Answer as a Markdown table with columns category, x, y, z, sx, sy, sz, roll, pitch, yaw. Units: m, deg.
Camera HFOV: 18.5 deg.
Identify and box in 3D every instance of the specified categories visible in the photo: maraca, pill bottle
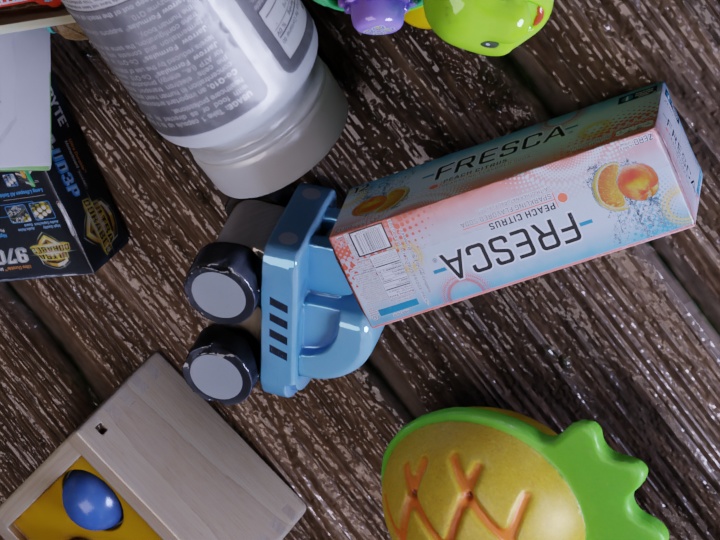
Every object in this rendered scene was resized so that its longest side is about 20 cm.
| category | x | y | z | sx | sy | sz | roll | pitch | yaw |
| --- | --- | --- | --- | --- | --- | --- | --- | --- | --- |
| maraca | 0.097 | 0.145 | 1.371 | 0.199 | 0.107 | 0.138 | -5 | 117 | 38 |
| pill bottle | -0.094 | -0.144 | 1.265 | 0.113 | 0.114 | 0.200 | -4 | 134 | 37 |

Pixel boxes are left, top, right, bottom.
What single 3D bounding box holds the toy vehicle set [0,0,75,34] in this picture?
| category | x | y | z | sx | sy | sz | roll | pitch | yaw |
| --- | --- | --- | --- | --- | --- | --- | --- | --- | --- |
| toy vehicle set | -0.196 | -0.202 | 1.288 | 0.198 | 0.027 | 0.125 | -10 | 124 | -7 |

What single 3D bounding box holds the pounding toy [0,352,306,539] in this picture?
| category | x | y | z | sx | sy | sz | roll | pitch | yaw |
| --- | --- | --- | --- | --- | --- | --- | --- | --- | --- |
| pounding toy | -0.164 | 0.204 | 1.578 | 0.184 | 0.142 | 0.200 | 46 | 136 | -2 |

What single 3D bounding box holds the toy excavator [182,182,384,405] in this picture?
| category | x | y | z | sx | sy | sz | roll | pitch | yaw |
| --- | --- | --- | --- | --- | --- | --- | --- | --- | --- |
| toy excavator | 0.000 | 0.000 | 1.357 | 0.198 | 0.100 | 0.196 | 12 | 129 | 11 |

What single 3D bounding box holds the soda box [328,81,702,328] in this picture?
| category | x | y | z | sx | sy | sz | roll | pitch | yaw |
| --- | --- | --- | --- | --- | --- | --- | --- | --- | --- |
| soda box | 0.086 | -0.035 | 1.228 | 0.199 | 0.069 | 0.064 | -17 | 113 | 21 |

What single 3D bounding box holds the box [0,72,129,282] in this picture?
| category | x | y | z | sx | sy | sz | roll | pitch | yaw |
| --- | --- | --- | --- | --- | --- | --- | --- | --- | --- |
| box | -0.272 | -0.069 | 1.517 | 0.199 | 0.046 | 0.160 | -5 | 118 | 38 |

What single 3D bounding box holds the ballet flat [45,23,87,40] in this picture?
| category | x | y | z | sx | sy | sz | roll | pitch | yaw |
| --- | --- | --- | --- | --- | --- | --- | --- | --- | --- |
| ballet flat | -0.173 | -0.229 | 1.322 | 0.072 | 0.068 | 0.201 | -4 | 121 | 14 |

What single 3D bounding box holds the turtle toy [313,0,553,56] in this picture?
| category | x | y | z | sx | sy | sz | roll | pitch | yaw |
| --- | --- | --- | --- | --- | --- | --- | --- | --- | --- |
| turtle toy | 0.018 | -0.184 | 1.183 | 0.199 | 0.101 | 0.146 | 27 | 134 | 16 |

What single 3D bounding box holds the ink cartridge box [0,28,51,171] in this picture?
| category | x | y | z | sx | sy | sz | roll | pitch | yaw |
| --- | --- | --- | --- | --- | --- | --- | --- | --- | --- |
| ink cartridge box | -0.290 | -0.123 | 1.415 | 0.199 | 0.067 | 0.118 | 3 | 95 | 37 |
